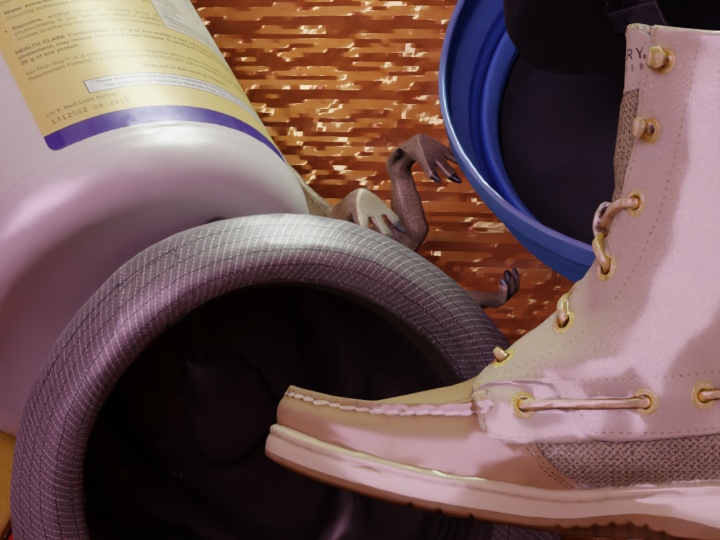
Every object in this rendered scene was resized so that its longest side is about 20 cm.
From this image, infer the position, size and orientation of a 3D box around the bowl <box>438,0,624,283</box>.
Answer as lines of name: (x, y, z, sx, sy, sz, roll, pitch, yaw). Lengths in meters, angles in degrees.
bowl: (0.128, -0.069, 0.822, 0.200, 0.039, 0.201, -9, 51, 11)

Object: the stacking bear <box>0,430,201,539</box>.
stacking bear: (-0.140, 0.105, 0.875, 0.199, 0.121, 0.114, 23, 80, 16)

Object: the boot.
boot: (0.074, 0.002, 0.721, 0.199, 0.072, 0.155, 4, 89, 8)

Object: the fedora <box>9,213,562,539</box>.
fedora: (-0.033, 0.065, 0.799, 0.177, 0.200, 0.090, -41, 27, -2)

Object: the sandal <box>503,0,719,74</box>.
sandal: (0.143, -0.107, 0.767, 0.199, 0.076, 0.043, -13, 34, 7)

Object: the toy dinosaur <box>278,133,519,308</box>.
toy dinosaur: (0.000, 0.000, 0.860, 0.200, 0.058, 0.101, 57, 142, 21)

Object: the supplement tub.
supplement tub: (-0.118, -0.052, 0.877, 0.145, 0.145, 0.200, -36, 53, 8)
